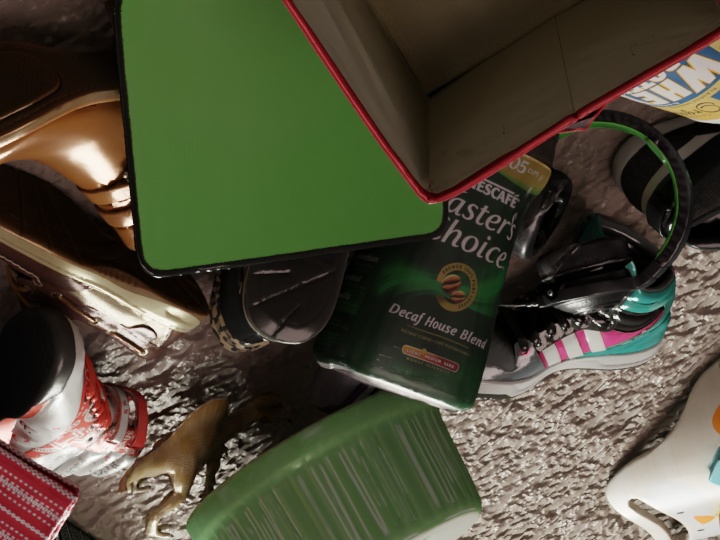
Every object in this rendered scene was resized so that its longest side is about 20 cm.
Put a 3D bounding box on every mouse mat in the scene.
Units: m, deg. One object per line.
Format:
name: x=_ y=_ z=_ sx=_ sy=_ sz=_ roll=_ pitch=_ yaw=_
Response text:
mouse mat: x=-0.040 y=-0.086 z=1.018 sx=0.199 sy=0.008 sz=0.162 roll=-8 pitch=99 yaw=-26

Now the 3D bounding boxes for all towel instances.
towel: x=-0.274 y=0.160 z=1.167 sx=0.144 sy=0.023 sz=0.200 roll=33 pitch=129 yaw=-5

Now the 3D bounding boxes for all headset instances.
headset: x=0.126 y=-0.019 z=1.187 sx=0.200 sy=0.124 sz=0.094 roll=-43 pitch=167 yaw=13

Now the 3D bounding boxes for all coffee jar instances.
coffee jar: x=0.049 y=-0.020 z=1.117 sx=0.104 sy=0.085 sz=0.201 roll=20 pitch=85 yaw=-19

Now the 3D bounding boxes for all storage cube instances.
storage cube: x=0.057 y=-0.172 z=0.883 sx=0.170 sy=0.180 sz=0.200 roll=-30 pitch=112 yaw=15

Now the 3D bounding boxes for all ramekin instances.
ramekin: x=-0.012 y=0.172 z=1.256 sx=0.199 sy=0.098 sz=0.200 roll=-29 pitch=165 yaw=-9

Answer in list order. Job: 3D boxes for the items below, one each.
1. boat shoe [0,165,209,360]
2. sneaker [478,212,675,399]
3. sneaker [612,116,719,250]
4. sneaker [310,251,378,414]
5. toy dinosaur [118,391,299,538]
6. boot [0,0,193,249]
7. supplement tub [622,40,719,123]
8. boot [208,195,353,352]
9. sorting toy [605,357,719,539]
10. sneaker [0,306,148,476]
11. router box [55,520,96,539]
boat shoe: x=-0.186 y=0.003 z=1.114 sx=0.072 sy=0.072 sz=0.200 roll=-44 pitch=135 yaw=19
sneaker: x=0.143 y=0.021 z=1.267 sx=0.199 sy=0.084 sz=0.121 roll=-11 pitch=137 yaw=-27
sneaker: x=0.283 y=-0.076 z=1.231 sx=0.199 sy=0.112 sz=0.073 roll=-29 pitch=135 yaw=0
sneaker: x=0.000 y=0.000 z=1.205 sx=0.087 sy=0.074 sz=0.201 roll=22 pitch=105 yaw=-26
toy dinosaur: x=-0.127 y=0.128 z=1.235 sx=0.200 sy=0.058 sz=0.101 roll=-22 pitch=148 yaw=-53
boot: x=-0.160 y=-0.070 z=1.048 sx=0.200 sy=0.077 sz=0.156 roll=-35 pitch=143 yaw=-17
supplement tub: x=0.189 y=-0.171 z=1.085 sx=0.199 sy=0.145 sz=0.145 roll=12 pitch=122 yaw=-32
boot: x=-0.039 y=-0.045 z=1.125 sx=0.073 sy=0.154 sz=0.205 roll=21 pitch=76 yaw=-11
sorting toy: x=0.304 y=0.174 z=1.485 sx=0.179 sy=0.107 sz=0.200 roll=-26 pitch=137 yaw=25
sneaker: x=-0.180 y=0.079 z=1.152 sx=0.107 sy=0.068 sz=0.201 roll=1 pitch=152 yaw=-28
router box: x=-0.267 y=0.265 z=1.310 sx=0.200 sy=0.051 sz=0.149 roll=-36 pitch=135 yaw=7
